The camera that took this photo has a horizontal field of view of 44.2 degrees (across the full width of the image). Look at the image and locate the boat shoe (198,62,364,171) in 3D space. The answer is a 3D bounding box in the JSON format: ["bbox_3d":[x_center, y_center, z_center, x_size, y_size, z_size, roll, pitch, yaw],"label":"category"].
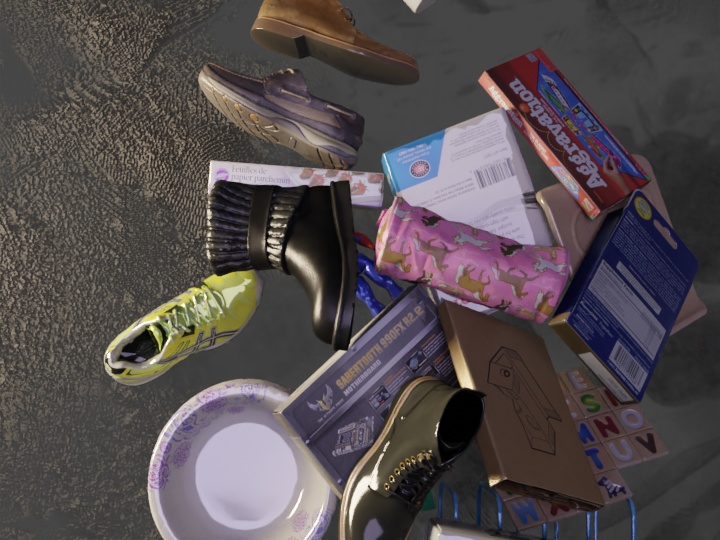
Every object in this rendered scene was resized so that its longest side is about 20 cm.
[{"bbox_3d":[-0.085,-0.184,0.996,0.197,0.074,0.074,27,77,-10],"label":"boat shoe"}]

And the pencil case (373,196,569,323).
[{"bbox_3d":[0.108,-0.011,0.897,0.196,0.087,0.084,16,86,-2],"label":"pencil case"}]

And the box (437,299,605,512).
[{"bbox_3d":[0.159,0.135,0.889,0.021,0.162,0.203,-40,46,31],"label":"box"}]

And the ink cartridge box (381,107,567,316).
[{"bbox_3d":[0.122,-0.055,0.985,0.144,0.084,0.203,-20,89,-2],"label":"ink cartridge box"}]

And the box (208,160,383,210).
[{"bbox_3d":[-0.071,-0.095,1.002,0.196,0.041,0.040,4,87,-3],"label":"box"}]

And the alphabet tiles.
[{"bbox_3d":[0.220,0.180,0.949,0.196,0.008,0.168,-12,45,-15],"label":"alphabet tiles"}]

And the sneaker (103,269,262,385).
[{"bbox_3d":[-0.190,0.063,0.972,0.199,0.076,0.076,-37,88,-5],"label":"sneaker"}]

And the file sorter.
[{"bbox_3d":[0.181,0.295,0.948,0.196,0.139,0.125,1,83,-2],"label":"file sorter"}]

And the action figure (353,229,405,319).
[{"bbox_3d":[0.000,0.000,0.987,0.065,0.052,0.200,-44,77,-5],"label":"action figure"}]

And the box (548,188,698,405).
[{"bbox_3d":[0.281,0.023,0.926,0.121,0.032,0.201,45,59,-14],"label":"box"}]

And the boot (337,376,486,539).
[{"bbox_3d":[0.044,0.191,0.808,0.076,0.138,0.203,21,79,-11],"label":"boot"}]

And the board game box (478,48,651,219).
[{"bbox_3d":[0.226,-0.155,0.981,0.102,0.020,0.201,-28,74,-33],"label":"board game box"}]

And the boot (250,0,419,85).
[{"bbox_3d":[-0.020,-0.268,1.000,0.197,0.074,0.077,20,77,1],"label":"boot"}]

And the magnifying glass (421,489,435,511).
[{"bbox_3d":[0.054,0.163,0.985,0.022,0.080,0.204,-14,78,0],"label":"magnifying glass"}]

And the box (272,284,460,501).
[{"bbox_3d":[0.033,0.140,0.910,0.200,0.048,0.159,-42,93,-17],"label":"box"}]

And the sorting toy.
[{"bbox_3d":[0.288,-0.015,0.984,0.183,0.036,0.203,-21,87,-34],"label":"sorting toy"}]

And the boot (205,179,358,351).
[{"bbox_3d":[-0.082,-0.007,0.913,0.154,0.080,0.214,-2,49,-4],"label":"boot"}]

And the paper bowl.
[{"bbox_3d":[-0.122,0.219,0.952,0.196,0.104,0.205,0,86,-4],"label":"paper bowl"}]

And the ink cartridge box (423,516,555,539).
[{"bbox_3d":[0.150,0.327,0.830,0.196,0.084,0.149,10,83,-1],"label":"ink cartridge box"}]

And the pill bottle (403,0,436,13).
[{"bbox_3d":[0.027,-0.390,0.983,0.111,0.111,0.201,-40,90,-3],"label":"pill bottle"}]
